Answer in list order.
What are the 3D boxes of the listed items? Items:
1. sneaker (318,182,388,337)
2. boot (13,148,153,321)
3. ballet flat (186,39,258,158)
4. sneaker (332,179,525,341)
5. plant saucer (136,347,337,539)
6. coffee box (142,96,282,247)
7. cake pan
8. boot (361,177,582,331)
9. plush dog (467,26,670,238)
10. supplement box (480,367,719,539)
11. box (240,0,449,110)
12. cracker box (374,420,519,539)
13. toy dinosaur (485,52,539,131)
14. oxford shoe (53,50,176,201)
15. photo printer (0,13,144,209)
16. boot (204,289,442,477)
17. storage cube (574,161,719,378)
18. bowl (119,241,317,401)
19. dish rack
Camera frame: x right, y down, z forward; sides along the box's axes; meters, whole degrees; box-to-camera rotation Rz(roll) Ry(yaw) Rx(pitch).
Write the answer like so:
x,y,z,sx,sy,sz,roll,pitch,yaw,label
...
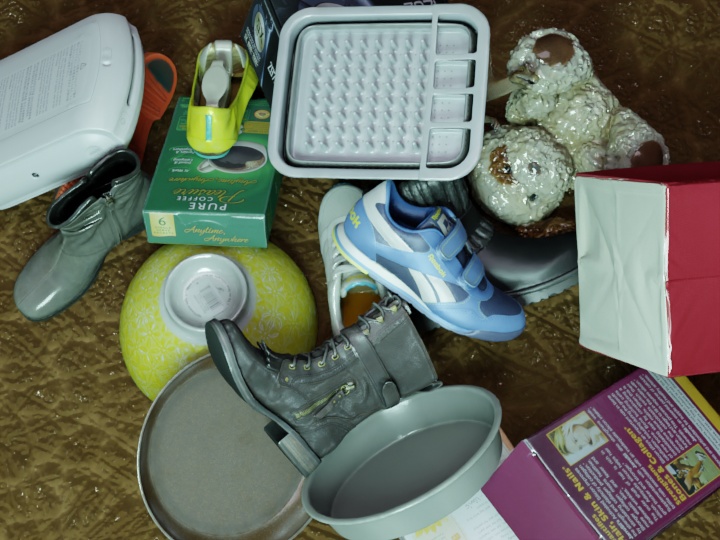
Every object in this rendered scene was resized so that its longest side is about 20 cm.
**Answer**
x,y,z,sx,sy,sz,roll,pitch,yaw,label
0.000,0.000,1.418,0.076,0.081,0.200,-11,68,0,sneaker
-0.283,-0.039,1.406,0.200,0.131,0.068,-44,76,-1,boot
-0.141,-0.194,1.457,0.067,0.067,0.200,0,40,3,ballet flat
0.074,-0.007,1.319,0.200,0.074,0.082,32,114,-4,sneaker
-0.117,0.170,1.340,0.200,0.032,0.201,-1,93,-26,plant saucer
-0.139,-0.101,1.434,0.123,0.044,0.200,2,41,3,coffee box
0.043,0.176,1.295,0.200,0.200,0.037,-31,109,-9,cake pan
0.119,-0.041,1.383,0.211,0.079,0.158,-17,102,5,boot
0.182,-0.123,1.436,0.172,0.160,0.200,-42,98,2,plush dog
0.232,0.183,1.293,0.200,0.103,0.131,-24,69,-34,supplement box
0.003,-0.212,1.461,0.200,0.086,0.164,-12,68,-25,box
0.120,0.256,1.331,0.134,0.058,0.200,-30,70,-8,cracker box
0.079,-0.179,1.379,0.200,0.058,0.101,22,83,27,toy dinosaur
-0.266,-0.140,1.499,0.072,0.071,0.200,21,76,45,oxford shoe
-0.303,-0.163,1.441,0.200,0.069,0.167,-20,52,26,photo printer
-0.031,0.076,1.312,0.174,0.200,0.069,-39,30,-9,boot
0.311,-0.007,1.299,0.179,0.200,0.171,-5,99,-19,storage cube
-0.144,0.039,1.395,0.200,0.108,0.200,-1,70,2,bowl
0.020,-0.160,1.328,0.200,0.044,0.172,2,75,12,dish rack
